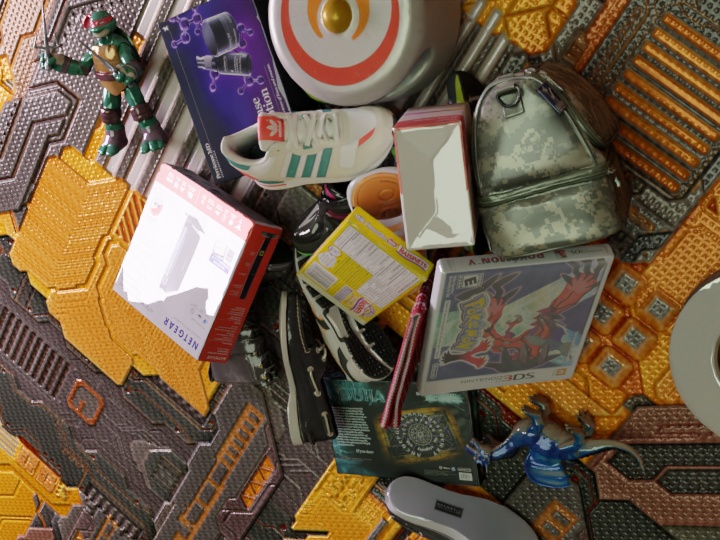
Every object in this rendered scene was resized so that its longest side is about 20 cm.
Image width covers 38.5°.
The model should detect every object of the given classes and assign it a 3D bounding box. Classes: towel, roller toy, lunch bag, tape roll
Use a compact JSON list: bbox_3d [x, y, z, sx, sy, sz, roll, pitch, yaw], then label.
[{"bbox_3d":[0.064,0.071,1.137,0.022,0.200,0.146,16,112,6],"label":"towel"},{"bbox_3d":[0.002,-0.270,1.079,0.181,0.140,0.202,11,106,25],"label":"roller toy"},{"bbox_3d":[0.181,-0.117,1.008,0.138,0.200,0.169,-15,100,22],"label":"lunch bag"},{"bbox_3d":[0.419,0.088,1.051,0.201,0.037,0.204,9,111,24],"label":"tape roll"}]

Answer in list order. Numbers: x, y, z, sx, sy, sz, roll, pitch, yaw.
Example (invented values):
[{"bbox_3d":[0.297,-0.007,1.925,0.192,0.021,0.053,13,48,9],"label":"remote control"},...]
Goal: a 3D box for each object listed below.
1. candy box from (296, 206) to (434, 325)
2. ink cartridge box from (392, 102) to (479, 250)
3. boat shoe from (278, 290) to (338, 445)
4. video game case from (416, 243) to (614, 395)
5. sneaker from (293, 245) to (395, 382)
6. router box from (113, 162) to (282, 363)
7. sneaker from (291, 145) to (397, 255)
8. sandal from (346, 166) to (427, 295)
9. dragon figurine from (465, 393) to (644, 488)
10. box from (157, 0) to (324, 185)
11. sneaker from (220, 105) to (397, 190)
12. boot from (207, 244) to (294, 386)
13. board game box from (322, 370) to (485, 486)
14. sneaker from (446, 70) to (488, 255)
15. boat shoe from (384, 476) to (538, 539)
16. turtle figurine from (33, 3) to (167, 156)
[{"bbox_3d":[0.000,0.000,1.125,0.102,0.027,0.200,35,156,-7],"label":"candy box"},{"bbox_3d":[0.080,-0.101,1.019,0.067,0.200,0.117,-5,105,9],"label":"ink cartridge box"},{"bbox_3d":[-0.064,0.119,1.260,0.060,0.074,0.202,-5,104,2],"label":"boat shoe"},{"bbox_3d":[0.157,0.056,1.082,0.181,0.023,0.201,-6,137,-10],"label":"video game case"},{"bbox_3d":[-0.033,0.050,1.252,0.201,0.073,0.080,65,154,8],"label":"sneaker"},{"bbox_3d":[-0.204,-0.012,1.264,0.199,0.049,0.181,31,102,39],"label":"router box"},{"bbox_3d":[-0.019,-0.089,1.170,0.200,0.083,0.077,-40,49,35],"label":"sneaker"},{"bbox_3d":[0.045,-0.029,1.139,0.079,0.059,0.207,-20,137,1],"label":"sandal"},{"bbox_3d":[0.222,0.208,1.179,0.199,0.059,0.100,18,115,18],"label":"dragon figurine"},{"bbox_3d":[-0.133,-0.219,1.211,0.140,0.079,0.201,-14,100,33],"label":"box"},{"bbox_3d":[-0.059,-0.135,1.092,0.199,0.093,0.071,-9,72,32],"label":"sneaker"},{"bbox_3d":[-0.139,0.064,1.321,0.199,0.069,0.175,-10,105,37],"label":"boot"},{"bbox_3d":[0.052,0.194,1.280,0.199,0.028,0.136,0,106,28],"label":"board game box"},{"bbox_3d":[0.101,-0.117,1.129,0.080,0.074,0.202,7,108,30],"label":"sneaker"},{"bbox_3d":[0.121,0.318,1.268,0.199,0.070,0.066,18,146,6],"label":"boat shoe"},{"bbox_3d":[-0.312,-0.244,1.281,0.149,0.101,0.201,10,127,40],"label":"turtle figurine"}]
